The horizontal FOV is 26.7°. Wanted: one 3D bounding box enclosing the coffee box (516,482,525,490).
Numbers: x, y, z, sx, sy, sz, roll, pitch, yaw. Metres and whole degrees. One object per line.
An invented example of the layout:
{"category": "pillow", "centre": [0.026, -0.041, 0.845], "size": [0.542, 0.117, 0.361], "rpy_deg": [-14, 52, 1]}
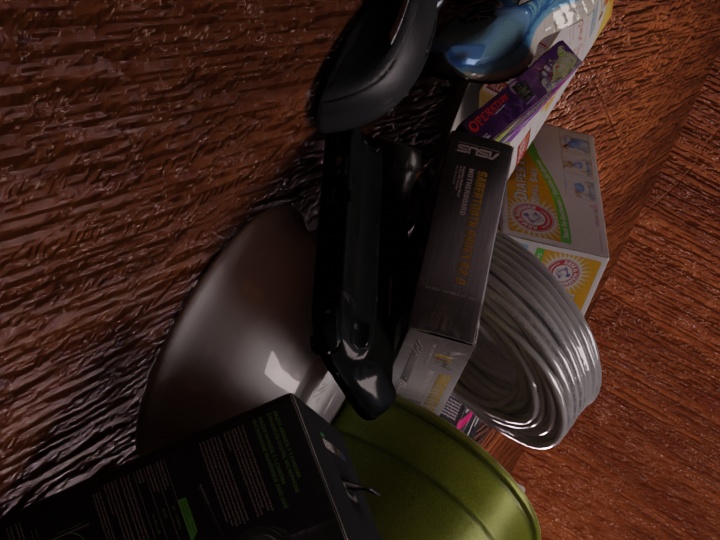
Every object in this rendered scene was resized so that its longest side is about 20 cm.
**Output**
{"category": "coffee box", "centre": [-0.003, 0.267, 1.378], "size": [0.198, 0.199, 0.201], "rpy_deg": [-41, 155, -52]}

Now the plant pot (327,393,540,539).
{"category": "plant pot", "centre": [-0.004, 0.218, 1.073], "size": [0.194, 0.199, 0.201], "rpy_deg": [-53, 164, -28]}

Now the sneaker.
{"category": "sneaker", "centre": [0.107, -0.211, 1.165], "size": [0.200, 0.078, 0.091], "rpy_deg": [-43, 131, -38]}

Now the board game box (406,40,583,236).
{"category": "board game box", "centre": [0.089, -0.094, 1.187], "size": [0.120, 0.032, 0.200], "rpy_deg": [-36, 174, -27]}

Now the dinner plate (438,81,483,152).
{"category": "dinner plate", "centre": [0.112, -0.169, 1.321], "size": [0.201, 0.024, 0.201], "rpy_deg": [-55, 164, -23]}

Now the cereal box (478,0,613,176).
{"category": "cereal box", "centre": [0.166, -0.193, 1.339], "size": [0.201, 0.039, 0.144], "rpy_deg": [-58, 166, -16]}

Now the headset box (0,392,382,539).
{"category": "headset box", "centre": [-0.085, 0.158, 0.897], "size": [0.198, 0.094, 0.174], "rpy_deg": [-24, 164, 2]}

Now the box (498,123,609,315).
{"category": "box", "centre": [0.162, -0.041, 1.426], "size": [0.201, 0.100, 0.113], "rpy_deg": [-86, -170, -51]}

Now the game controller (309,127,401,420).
{"category": "game controller", "centre": [-0.001, -0.002, 1.000], "size": [0.105, 0.042, 0.202], "rpy_deg": [71, 17, -47]}

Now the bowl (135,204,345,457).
{"category": "bowl", "centre": [-0.059, 0.065, 1.022], "size": [0.202, 0.090, 0.202], "rpy_deg": [-55, 164, -24]}

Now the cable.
{"category": "cable", "centre": [0.115, 0.055, 1.285], "size": [0.069, 0.199, 0.201], "rpy_deg": [-39, 120, -24]}

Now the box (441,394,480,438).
{"category": "box", "centre": [0.069, 0.142, 1.590], "size": [0.122, 0.105, 0.201], "rpy_deg": [-41, 156, -53]}

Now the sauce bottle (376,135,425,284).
{"category": "sauce bottle", "centre": [0.000, 0.000, 1.149], "size": [0.202, 0.065, 0.066], "rpy_deg": [-69, 165, 5]}

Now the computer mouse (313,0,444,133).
{"category": "computer mouse", "centre": [0.035, -0.180, 0.977], "size": [0.201, 0.046, 0.141], "rpy_deg": [-57, 166, -19]}

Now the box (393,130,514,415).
{"category": "box", "centre": [0.053, 0.020, 1.091], "size": [0.201, 0.048, 0.160], "rpy_deg": [108, -5, -60]}
